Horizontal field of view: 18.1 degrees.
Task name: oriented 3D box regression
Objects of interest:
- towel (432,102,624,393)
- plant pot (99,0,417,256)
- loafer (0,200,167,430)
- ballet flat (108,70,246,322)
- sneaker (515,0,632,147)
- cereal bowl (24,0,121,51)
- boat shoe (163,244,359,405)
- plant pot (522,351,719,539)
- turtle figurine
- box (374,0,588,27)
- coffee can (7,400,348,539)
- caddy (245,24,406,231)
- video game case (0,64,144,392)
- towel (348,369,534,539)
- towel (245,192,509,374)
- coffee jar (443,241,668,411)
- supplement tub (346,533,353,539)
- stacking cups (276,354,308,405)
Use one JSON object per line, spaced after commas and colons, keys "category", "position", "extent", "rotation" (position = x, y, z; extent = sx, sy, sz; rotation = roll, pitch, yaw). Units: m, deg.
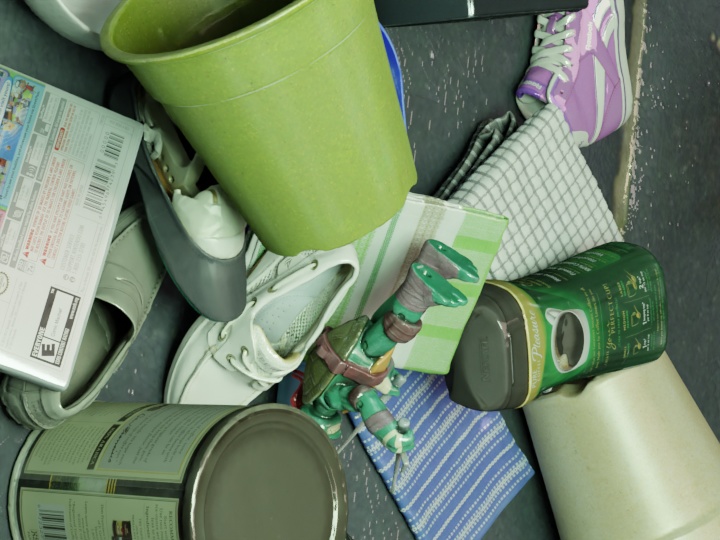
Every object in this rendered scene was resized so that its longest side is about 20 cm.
{"category": "towel", "position": [0.134, -0.019, 1.934], "extent": [0.166, 0.085, 0.201], "rotation": [-49, 123, -32]}
{"category": "plant pot", "position": [-0.048, -0.119, 1.553], "extent": [0.200, 0.199, 0.191], "rotation": [-47, 124, -36]}
{"category": "loafer", "position": [-0.181, 0.031, 1.614], "extent": [0.070, 0.070, 0.201], "rotation": [47, 57, -31]}
{"category": "ballet flat", "position": [-0.124, -0.062, 1.627], "extent": [0.073, 0.073, 0.201], "rotation": [-10, 71, -45]}
{"category": "sneaker", "position": [0.178, -0.204, 1.994], "extent": [0.114, 0.072, 0.202], "rotation": [-27, 108, -40]}
{"category": "cereal bowl", "position": [-0.186, -0.253, 1.611], "extent": [0.199, 0.083, 0.202], "rotation": [3, 87, -46]}
{"category": "boat shoe", "position": [-0.073, 0.050, 1.660], "extent": [0.071, 0.069, 0.200], "rotation": [28, 108, -32]}
{"category": "plant pot", "position": [0.233, 0.167, 1.970], "extent": [0.200, 0.200, 0.184], "rotation": [-30, 98, -42]}
{"category": "turtle figurine", "position": [0.011, 0.076, 1.666], "extent": [0.100, 0.201, 0.150], "rotation": [26, 23, -16]}
{"category": "box", "position": [0.093, -0.280, 1.863], "extent": [0.200, 0.104, 0.149], "rotation": [-11, 97, -54]}
{"category": "coffee can", "position": [-0.128, 0.164, 1.571], "extent": [0.146, 0.199, 0.147], "rotation": [1, 88, -45]}
{"category": "caddy", "position": [-0.028, -0.109, 1.751], "extent": [0.141, 0.105, 0.201], "rotation": [-10, 96, -44]}
{"category": "video game case", "position": [-0.256, -0.041, 1.534], "extent": [0.181, 0.022, 0.201], "rotation": [22, 72, -22]}
{"category": "towel", "position": [0.070, 0.142, 1.902], "extent": [0.145, 0.024, 0.201], "rotation": [-48, 121, -35]}
{"category": "towel", "position": [0.000, 0.000, 1.717], "extent": [0.199, 0.031, 0.150], "rotation": [12, 115, -25]}
{"category": "coffee jar", "position": [0.155, 0.046, 1.839], "extent": [0.199, 0.085, 0.105], "rotation": [-15, 107, -36]}
{"category": "supplement tub", "position": [-0.019, 0.280, 1.735], "extent": [0.200, 0.122, 0.123], "rotation": [50, 56, -33]}
{"category": "stacking cups", "position": [-0.046, 0.093, 1.766], "extent": [0.060, 0.060, 0.201], "rotation": [17, 80, -44]}
